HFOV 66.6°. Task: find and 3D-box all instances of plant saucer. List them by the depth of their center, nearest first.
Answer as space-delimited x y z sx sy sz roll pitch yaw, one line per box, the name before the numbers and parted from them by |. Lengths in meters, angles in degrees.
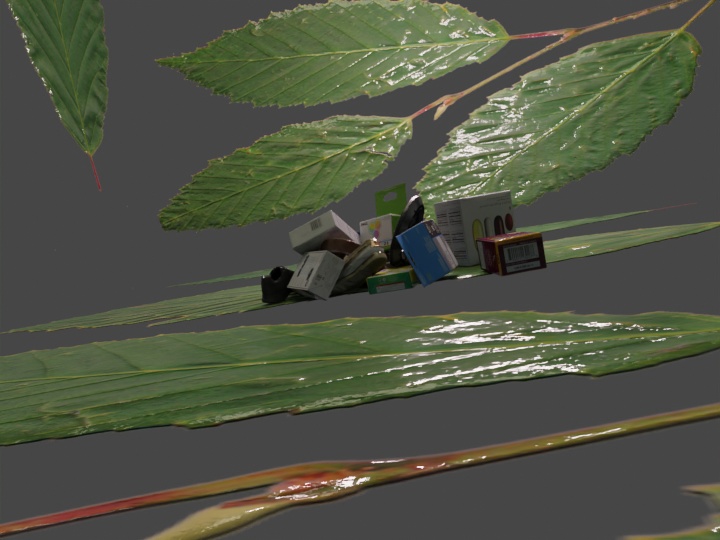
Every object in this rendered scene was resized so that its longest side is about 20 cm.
plant saucer | -0.027 -0.017 1.535 0.199 0.035 0.200 18 -27 9

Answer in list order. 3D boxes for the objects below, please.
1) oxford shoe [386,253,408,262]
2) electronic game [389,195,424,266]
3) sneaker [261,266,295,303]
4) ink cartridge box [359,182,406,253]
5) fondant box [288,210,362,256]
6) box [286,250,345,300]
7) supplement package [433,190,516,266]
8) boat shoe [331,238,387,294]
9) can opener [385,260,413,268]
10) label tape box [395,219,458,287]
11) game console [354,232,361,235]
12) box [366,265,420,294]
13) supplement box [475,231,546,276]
oxford shoe | 0.120 -0.018 1.637 0.199 0.075 0.070 -8 -6 40
electronic game | 0.124 -0.106 1.482 0.041 0.201 0.200 21 14 16
sneaker | -0.211 0.025 1.571 0.076 0.091 0.200 1 18 29
ink cartridge box | 0.069 -0.154 1.646 0.076 0.201 0.148 0 -7 -39
fondant box | -0.096 -0.083 1.594 0.144 0.058 0.200 -26 -28 15
box | -0.122 0.012 1.459 0.060 0.117 0.200 29 -11 -21
supplement package | 0.354 -0.127 1.672 0.190 0.201 0.147 -12 6 -23
boat shoe | -0.013 -0.008 1.427 0.200 0.069 0.075 -35 -31 30
can opener | 0.129 -0.004 1.561 0.199 0.054 0.067 -6 7 29
label tape box | 0.173 -0.048 1.378 0.063 0.145 0.200 -30 -2 21
game console | 0.083 -0.105 1.874 0.171 0.200 0.118 -46 48 -7
box | 0.098 0.018 1.416 0.117 0.049 0.200 -9 7 19
supplement box | 0.364 -0.044 1.345 0.110 0.086 0.200 -10 5 0
